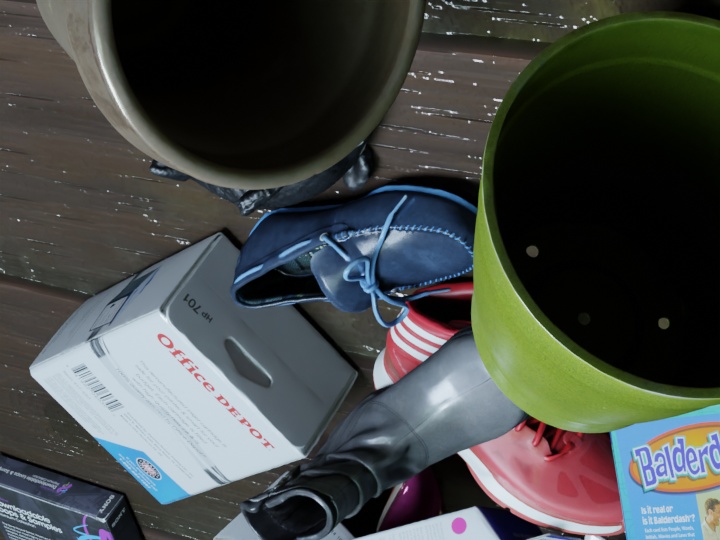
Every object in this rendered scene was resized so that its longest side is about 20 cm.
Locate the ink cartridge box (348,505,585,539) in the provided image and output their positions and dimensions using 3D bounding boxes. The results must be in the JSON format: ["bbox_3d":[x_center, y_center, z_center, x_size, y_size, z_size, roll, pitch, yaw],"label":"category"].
[{"bbox_3d":[0.048,0.186,1.448,0.199,0.037,0.095,-15,165,23],"label":"ink cartridge box"}]

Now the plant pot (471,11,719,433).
[{"bbox_3d":[0.140,-0.001,1.149,0.200,0.201,0.193,34,158,4],"label":"plant pot"}]

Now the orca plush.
[{"bbox_3d":[-0.067,-0.068,1.339,0.199,0.071,0.105,-6,128,45],"label":"orca plush"}]

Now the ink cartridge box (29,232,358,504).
[{"bbox_3d":[-0.120,0.073,1.542,0.147,0.086,0.200,47,144,-15],"label":"ink cartridge box"}]

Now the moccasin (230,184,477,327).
[{"bbox_3d":[0.000,0.000,1.360,0.199,0.068,0.081,-11,130,48],"label":"moccasin"}]

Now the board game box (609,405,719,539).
[{"bbox_3d":[0.227,0.174,1.291,0.152,0.045,0.202,-11,86,49],"label":"board game box"}]

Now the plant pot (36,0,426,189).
[{"bbox_3d":[-0.092,-0.153,1.179,0.174,0.200,0.201,17,145,54],"label":"plant pot"}]

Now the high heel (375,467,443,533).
[{"bbox_3d":[0.063,0.201,1.558,0.096,0.068,0.200,22,152,13],"label":"high heel"}]

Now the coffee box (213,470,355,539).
[{"bbox_3d":[-0.046,0.242,1.626,0.113,0.080,0.200,45,161,15],"label":"coffee box"}]

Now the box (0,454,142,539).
[{"bbox_3d":[-0.241,0.251,1.909,0.142,0.036,0.201,14,141,29],"label":"box"}]

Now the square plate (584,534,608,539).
[{"bbox_3d":[0.227,0.258,1.457,0.199,0.029,0.198,30,161,14],"label":"square plate"}]

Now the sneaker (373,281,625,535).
[{"bbox_3d":[0.099,0.082,1.366,0.199,0.079,0.116,28,147,10],"label":"sneaker"}]

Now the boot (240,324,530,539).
[{"bbox_3d":[0.017,0.111,1.321,0.070,0.131,0.200,52,143,2],"label":"boot"}]
